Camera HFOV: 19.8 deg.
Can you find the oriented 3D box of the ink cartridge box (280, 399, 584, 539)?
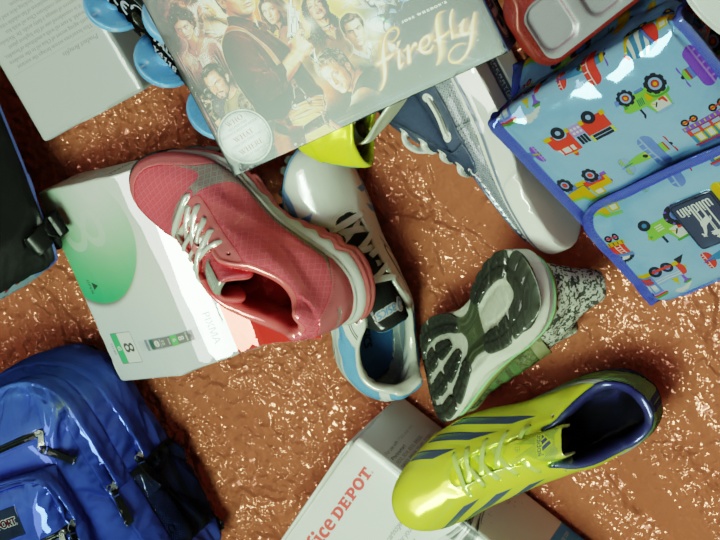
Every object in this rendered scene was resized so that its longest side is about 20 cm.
[{"bbox_3d":[0.056,0.212,1.516,0.200,0.084,0.146,39,124,7],"label":"ink cartridge box"}]

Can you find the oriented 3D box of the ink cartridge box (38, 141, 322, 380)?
[{"bbox_3d":[-0.134,-0.004,1.508,0.200,0.050,0.161,-7,109,49],"label":"ink cartridge box"}]

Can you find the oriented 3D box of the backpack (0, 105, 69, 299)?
[{"bbox_3d":[-0.346,-0.044,1.554,0.200,0.147,0.183,-21,94,52],"label":"backpack"}]

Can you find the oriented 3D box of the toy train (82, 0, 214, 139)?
[{"bbox_3d":[-0.103,-0.178,1.403,0.200,0.114,0.087,46,155,10],"label":"toy train"}]

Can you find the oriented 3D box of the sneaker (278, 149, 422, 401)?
[{"bbox_3d":[0.000,0.000,1.450,0.072,0.072,0.201,14,129,53],"label":"sneaker"}]

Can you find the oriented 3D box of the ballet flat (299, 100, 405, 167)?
[{"bbox_3d":[0.013,-0.156,1.333,0.067,0.067,0.201,28,115,17],"label":"ballet flat"}]

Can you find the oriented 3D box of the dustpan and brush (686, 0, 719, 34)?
[{"bbox_3d":[0.213,-0.186,1.214,0.057,0.199,0.140,-178,81,-66],"label":"dustpan and brush"}]

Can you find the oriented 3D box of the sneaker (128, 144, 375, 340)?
[{"bbox_3d":[-0.087,-0.019,1.402,0.200,0.087,0.074,31,126,19],"label":"sneaker"}]

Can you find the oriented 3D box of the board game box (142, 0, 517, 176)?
[{"bbox_3d":[-0.022,-0.159,1.288,0.200,0.035,0.136,-23,103,20],"label":"board game box"}]

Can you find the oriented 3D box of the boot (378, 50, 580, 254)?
[{"bbox_3d":[0.071,-0.095,1.387,0.090,0.073,0.201,-23,92,39],"label":"boot"}]

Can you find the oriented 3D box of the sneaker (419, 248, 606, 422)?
[{"bbox_3d":[0.106,0.050,1.424,0.200,0.088,0.077,133,131,-57],"label":"sneaker"}]

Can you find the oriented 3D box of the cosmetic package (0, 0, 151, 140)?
[{"bbox_3d":[-0.224,-0.207,1.476,0.101,0.071,0.200,-23,100,32],"label":"cosmetic package"}]

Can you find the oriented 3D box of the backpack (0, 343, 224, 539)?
[{"bbox_3d":[-0.226,0.166,1.592,0.162,0.168,0.200,-23,97,26],"label":"backpack"}]

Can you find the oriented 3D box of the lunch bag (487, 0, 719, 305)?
[{"bbox_3d":[0.205,-0.072,1.325,0.150,0.094,0.200,-28,110,32],"label":"lunch bag"}]

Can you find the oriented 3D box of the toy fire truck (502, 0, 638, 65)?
[{"bbox_3d":[0.145,-0.241,1.239,0.200,0.112,0.168,-38,120,-3],"label":"toy fire truck"}]

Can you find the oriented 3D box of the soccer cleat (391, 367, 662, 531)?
[{"bbox_3d":[0.111,0.121,1.406,0.200,0.084,0.065,-25,95,3],"label":"soccer cleat"}]
